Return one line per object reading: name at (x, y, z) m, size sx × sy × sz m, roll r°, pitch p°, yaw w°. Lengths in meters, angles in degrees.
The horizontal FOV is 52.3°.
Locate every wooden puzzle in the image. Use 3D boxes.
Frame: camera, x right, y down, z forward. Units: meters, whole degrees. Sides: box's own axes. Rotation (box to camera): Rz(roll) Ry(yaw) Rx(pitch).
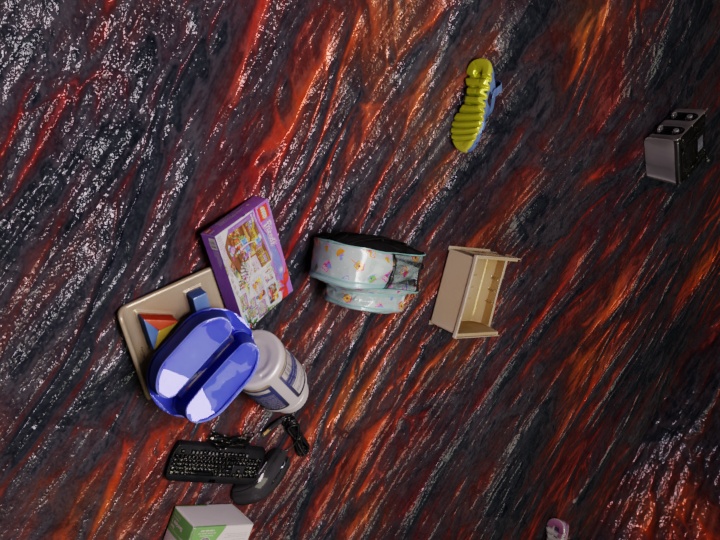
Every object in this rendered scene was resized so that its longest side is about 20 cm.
wooden puzzle at (-0.301, 0.108, 1.263) m, size 0.200 × 0.046 × 0.186 m, roll -30°, pitch 125°, yaw -33°

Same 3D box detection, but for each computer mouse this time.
computer mouse at (-0.183, 0.389, 1.495) m, size 0.200 × 0.046 × 0.141 m, roll -35°, pitch 130°, yaw -29°

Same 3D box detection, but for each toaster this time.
toaster at (0.973, -0.376, 2.250) m, size 0.181 × 0.118 × 0.200 m, roll -41°, pitch 131°, yaw -24°

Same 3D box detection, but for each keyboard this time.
keyboard at (-0.264, 0.358, 1.389) m, size 0.200 × 0.040 × 0.105 m, roll 15°, pitch 89°, yaw -40°

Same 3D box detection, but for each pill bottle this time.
pill bottle at (-0.165, 0.198, 1.369) m, size 0.111 × 0.111 × 0.200 m, roll -52°, pitch 152°, yaw -15°

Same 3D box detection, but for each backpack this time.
backpack at (0.000, 0.000, 1.420) m, size 0.200 × 0.176 × 0.154 m, roll 16°, pitch 92°, yaw -42°

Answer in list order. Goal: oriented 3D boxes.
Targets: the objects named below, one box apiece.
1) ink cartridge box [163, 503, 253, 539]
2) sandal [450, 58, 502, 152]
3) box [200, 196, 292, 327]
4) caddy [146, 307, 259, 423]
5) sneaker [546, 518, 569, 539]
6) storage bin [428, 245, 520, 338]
ink cartridge box at (-0.314, 0.563, 1.413) m, size 0.146 × 0.084 × 0.201 m, roll 18°, pitch 94°, yaw -46°
sandal at (0.261, -0.353, 1.599) m, size 0.087 × 0.079 × 0.201 m, roll 9°, pitch 102°, yaw -49°
box at (-0.197, -0.012, 1.301) m, size 0.137 × 0.039 × 0.201 m, roll -43°, pitch 133°, yaw -40°
caddy at (-0.261, 0.157, 1.222) m, size 0.141 × 0.105 × 0.200 m, roll 46°, pitch 77°, yaw -18°
sneaker at (0.681, 0.956, 2.557) m, size 0.088 × 0.080 × 0.201 m, roll 4°, pitch 103°, yaw -53°
storage bin at (0.280, 0.052, 1.772) m, size 0.198 × 0.094 × 0.201 m, roll 3°, pitch 104°, yaw -44°
